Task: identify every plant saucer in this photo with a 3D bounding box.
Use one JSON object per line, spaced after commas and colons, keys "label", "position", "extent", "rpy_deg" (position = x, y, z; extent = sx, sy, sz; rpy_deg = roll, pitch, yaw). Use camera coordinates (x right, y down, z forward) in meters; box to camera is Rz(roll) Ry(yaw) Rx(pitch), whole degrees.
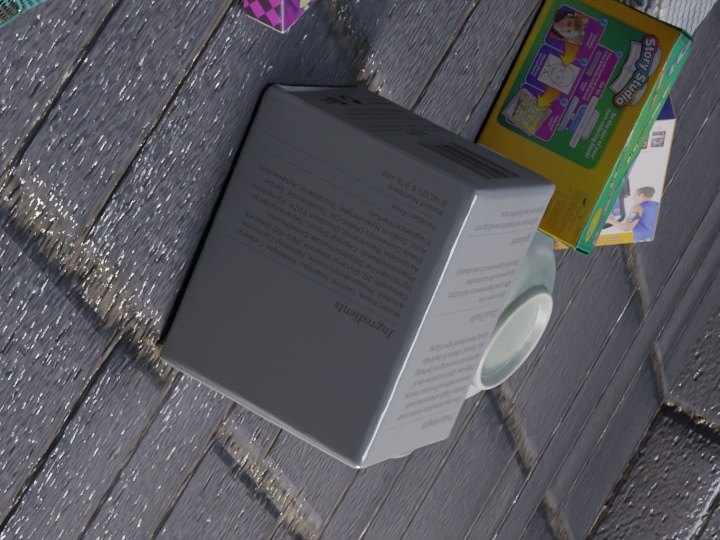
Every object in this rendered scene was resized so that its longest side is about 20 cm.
{"label": "plant saucer", "position": [0.121, 0.049, 2.129], "extent": [0.200, 0.050, 0.201], "rpy_deg": [-42, 154, -26]}

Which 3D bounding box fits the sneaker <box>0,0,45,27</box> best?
{"label": "sneaker", "position": [-0.167, -0.150, 1.107], "extent": [0.091, 0.078, 0.200], "rpy_deg": [-52, 163, 20]}

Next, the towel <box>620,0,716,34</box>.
{"label": "towel", "position": [0.260, -0.269, 2.060], "extent": [0.166, 0.085, 0.201], "rpy_deg": [-51, 160, -26]}

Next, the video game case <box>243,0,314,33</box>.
{"label": "video game case", "position": [-0.007, -0.267, 1.404], "extent": [0.181, 0.036, 0.201], "rpy_deg": [-49, 158, -32]}

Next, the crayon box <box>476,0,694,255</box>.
{"label": "crayon box", "position": [0.177, -0.129, 1.968], "extent": [0.201, 0.118, 0.058], "rpy_deg": [-64, 162, 4]}

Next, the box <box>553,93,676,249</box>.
{"label": "box", "position": [0.213, -0.094, 2.123], "extent": [0.201, 0.118, 0.042], "rpy_deg": [91, -8, -55]}

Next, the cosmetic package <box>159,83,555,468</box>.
{"label": "cosmetic package", "position": [0.000, 0.000, 1.592], "extent": [0.201, 0.165, 0.167], "rpy_deg": [-67, 161, 12]}
